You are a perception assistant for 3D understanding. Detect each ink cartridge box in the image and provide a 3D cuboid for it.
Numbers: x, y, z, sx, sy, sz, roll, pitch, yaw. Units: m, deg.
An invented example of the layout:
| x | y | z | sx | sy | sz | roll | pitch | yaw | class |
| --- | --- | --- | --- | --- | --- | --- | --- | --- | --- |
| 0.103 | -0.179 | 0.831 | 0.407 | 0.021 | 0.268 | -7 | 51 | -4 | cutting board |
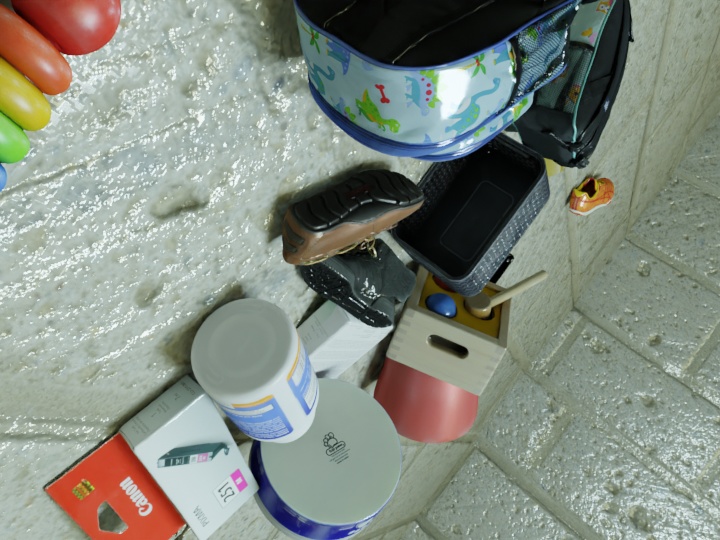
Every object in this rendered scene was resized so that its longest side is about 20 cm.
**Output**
| x | y | z | sx | sy | sz | roll | pitch | yaw | class |
| --- | --- | --- | --- | --- | --- | --- | --- | --- | --- |
| -0.216 | 0.241 | 0.671 | 0.173 | 0.043 | 0.202 | -40 | 136 | -28 | ink cartridge box |
| -0.060 | 0.121 | 0.862 | 0.199 | 0.050 | 0.160 | -40 | 158 | 16 | ink cartridge box |

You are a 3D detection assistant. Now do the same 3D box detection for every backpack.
| x | y | z | sx | sy | sz | roll | pitch | yaw | class |
| --- | --- | --- | --- | --- | --- | --- | --- | --- | --- |
| 0.255 | -0.255 | 0.764 | 0.175 | 0.152 | 0.202 | 16 | 100 | -62 | backpack |
| 0.055 | -0.180 | 0.492 | 0.199 | 0.183 | 0.148 | -35 | 149 | -23 | backpack |

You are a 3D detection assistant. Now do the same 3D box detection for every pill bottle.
| x | y | z | sx | sy | sz | roll | pitch | yaw | class |
| --- | --- | --- | --- | --- | --- | --- | --- | --- | --- |
| -0.107 | 0.126 | 0.685 | 0.112 | 0.112 | 0.201 | -43 | 154 | -19 | pill bottle |

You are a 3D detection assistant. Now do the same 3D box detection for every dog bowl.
| x | y | z | sx | sy | sz | roll | pitch | yaw | class |
| --- | --- | --- | --- | --- | --- | --- | --- | --- | --- |
| -0.047 | 0.251 | 0.814 | 0.199 | 0.200 | 0.079 | -31 | 160 | -38 | dog bowl |

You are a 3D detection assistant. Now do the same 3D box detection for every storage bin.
| x | y | z | sx | sy | sz | roll | pitch | yaw | class |
| --- | --- | --- | --- | --- | --- | --- | --- | --- | --- |
| 0.153 | -0.083 | 0.835 | 0.201 | 0.135 | 0.094 | -53 | 154 | 0 | storage bin |

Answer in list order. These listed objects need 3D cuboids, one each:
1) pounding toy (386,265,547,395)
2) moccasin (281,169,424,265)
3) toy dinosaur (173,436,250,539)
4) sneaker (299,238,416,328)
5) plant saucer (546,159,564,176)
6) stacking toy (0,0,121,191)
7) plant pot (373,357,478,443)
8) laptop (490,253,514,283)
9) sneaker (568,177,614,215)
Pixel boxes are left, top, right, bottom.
| x | y | z | sx | sy | sz | roll | pitch | yaw | class |
| --- | --- | --- | --- | --- | --- | --- | --- | --- | --- |
| 0.170 | 0.066 | 0.942 | 0.185 | 0.198 | 0.143 | -63 | 174 | -55 | pounding toy |
| -0.004 | -0.056 | 0.678 | 0.201 | 0.074 | 0.078 | -33 | 158 | -41 | moccasin |
| -0.215 | 0.293 | 0.804 | 0.202 | 0.058 | 0.101 | -63 | 169 | 27 | toy dinosaur |
| 0.002 | -0.001 | 0.769 | 0.199 | 0.059 | 0.105 | 41 | 49 | -39 | sneaker |
| 0.390 | -0.275 | 1.101 | 0.200 | 0.048 | 0.200 | -50 | 155 | -9 | plant saucer |
| -0.200 | -0.085 | 0.313 | 0.201 | 0.085 | 0.085 | -56 | 156 | -11 | stacking toy |
| 0.129 | 0.172 | 1.083 | 0.199 | 0.199 | 0.179 | -28 | 136 | -41 | plant pot |
| 0.212 | 0.014 | 1.209 | 0.199 | 0.103 | 0.178 | 35 | 92 | -39 | laptop |
| 0.590 | -0.200 | 1.517 | 0.199 | 0.072 | 0.078 | -32 | 138 | -43 | sneaker |
